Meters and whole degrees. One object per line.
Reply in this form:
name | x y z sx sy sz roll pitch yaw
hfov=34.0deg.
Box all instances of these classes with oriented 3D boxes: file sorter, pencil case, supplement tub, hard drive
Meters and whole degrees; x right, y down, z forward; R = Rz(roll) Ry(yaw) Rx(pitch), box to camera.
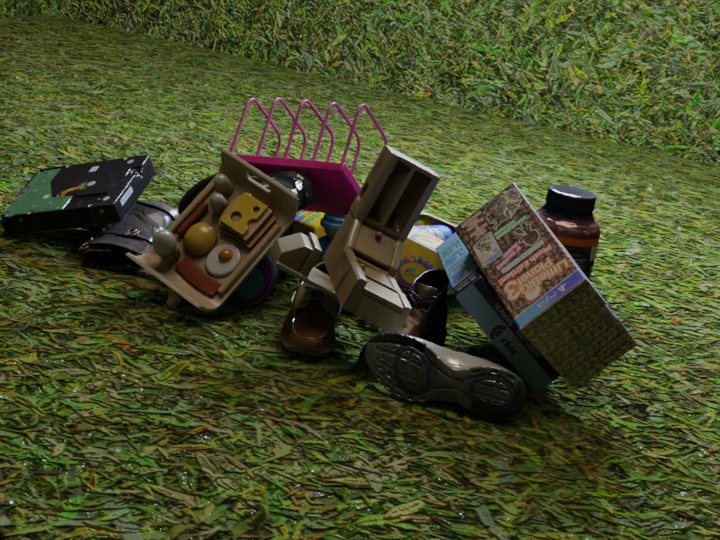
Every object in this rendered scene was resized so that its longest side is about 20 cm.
file sorter | -0.076 -0.174 1.742 0.198 0.126 0.139 7 -22 24
pencil case | -0.149 -0.022 1.665 0.092 0.086 0.200 -26 14 14
supplement tub | 0.289 -0.019 1.714 0.106 0.202 0.107 9 18 -3
hard drive | -0.415 -0.111 1.733 0.198 0.038 0.140 -5 34 19

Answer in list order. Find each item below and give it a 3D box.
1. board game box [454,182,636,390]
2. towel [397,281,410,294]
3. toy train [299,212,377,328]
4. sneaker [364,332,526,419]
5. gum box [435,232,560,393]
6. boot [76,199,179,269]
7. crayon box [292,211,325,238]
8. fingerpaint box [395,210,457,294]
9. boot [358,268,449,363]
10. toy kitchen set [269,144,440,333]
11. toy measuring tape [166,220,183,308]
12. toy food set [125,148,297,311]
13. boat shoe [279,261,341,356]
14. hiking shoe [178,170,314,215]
board game box | 0.226 0.018 1.453 0.159 0.097 0.201 44 12 -42
towel | 0.072 -0.005 1.842 0.145 0.030 0.200 16 18 17
toy train | 0.000 0.000 1.638 0.084 0.117 0.200 -4 21 -36
sneaker | 0.100 0.125 1.402 0.198 0.075 0.087 20 7 9
gum box | 0.175 0.050 1.531 0.170 0.044 0.200 50 8 -17
boot | -0.367 -0.056 1.713 0.198 0.070 0.174 6 24 13
crayon box | -0.120 -0.069 1.829 0.198 0.052 0.126 14 18 12
fingerpaint box | 0.089 -0.035 1.783 0.166 0.074 0.199 -5 25 -46
boot | 0.059 0.059 1.512 0.074 0.098 0.200 17 18 23
toy kitchen set | 0.001 -0.058 1.462 0.162 0.181 0.200 26 13 -16
toy measuring tape | -0.237 -0.003 1.627 0.073 0.074 0.201 5 33 -14
toy food set | -0.194 -0.056 1.545 0.143 0.200 0.061 32 -17 27
boat shoe | -0.061 0.046 1.521 0.075 0.072 0.200 8 23 -1
hiking shoe | -0.168 -0.097 1.640 0.198 0.076 0.101 -10 16 13
